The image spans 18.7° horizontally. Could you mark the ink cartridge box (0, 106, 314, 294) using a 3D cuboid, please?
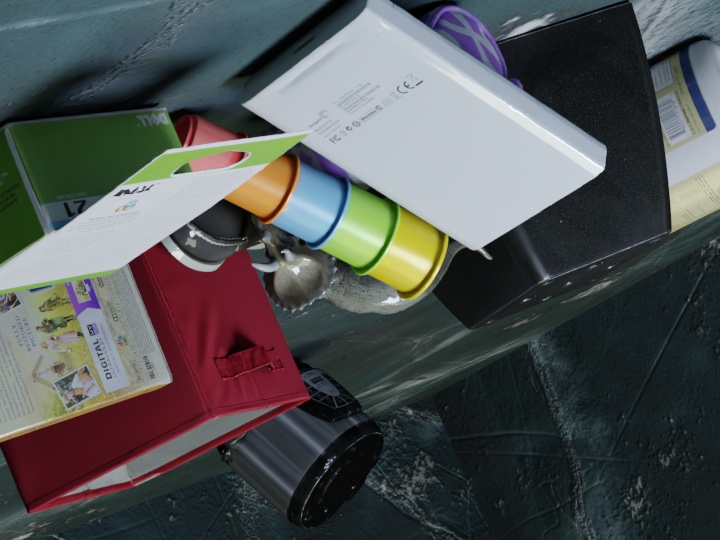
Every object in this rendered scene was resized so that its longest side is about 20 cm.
[{"bbox_3d":[-0.149,-0.063,1.315,0.199,0.076,0.147,-32,169,35],"label":"ink cartridge box"}]

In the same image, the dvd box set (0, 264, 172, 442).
[{"bbox_3d":[-0.234,0.036,1.443,0.199,0.147,0.029,-19,173,-39],"label":"dvd box set"}]

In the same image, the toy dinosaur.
[{"bbox_3d":[0.000,0.000,1.602,0.198,0.103,0.077,14,127,-21],"label":"toy dinosaur"}]

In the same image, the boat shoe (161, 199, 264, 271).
[{"bbox_3d":[-0.091,-0.048,1.602,0.060,0.072,0.201,-32,177,20],"label":"boat shoe"}]

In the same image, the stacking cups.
[{"bbox_3d":[-0.038,-0.048,1.459,0.199,0.061,0.060,27,147,-22],"label":"stacking cups"}]

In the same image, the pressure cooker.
[{"bbox_3d":[-0.093,0.215,2.853,0.179,0.200,0.176,-44,157,-17],"label":"pressure cooker"}]

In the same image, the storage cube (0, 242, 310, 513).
[{"bbox_3d":[-0.171,0.055,1.623,0.199,0.181,0.171,-28,171,21],"label":"storage cube"}]

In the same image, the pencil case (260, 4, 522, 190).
[{"bbox_3d":[0.017,-0.103,1.487,0.085,0.084,0.199,33,137,-29],"label":"pencil case"}]

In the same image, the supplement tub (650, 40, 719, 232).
[{"bbox_3d":[0.262,-0.104,1.986,0.199,0.145,0.144,-27,171,20],"label":"supplement tub"}]

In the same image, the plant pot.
[{"bbox_3d":[0.129,-0.070,1.712,0.199,0.179,0.199,-21,172,-27],"label":"plant pot"}]

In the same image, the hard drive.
[{"bbox_3d":[0.041,-0.093,1.399,0.199,0.027,0.132,31,139,-26],"label":"hard drive"}]
